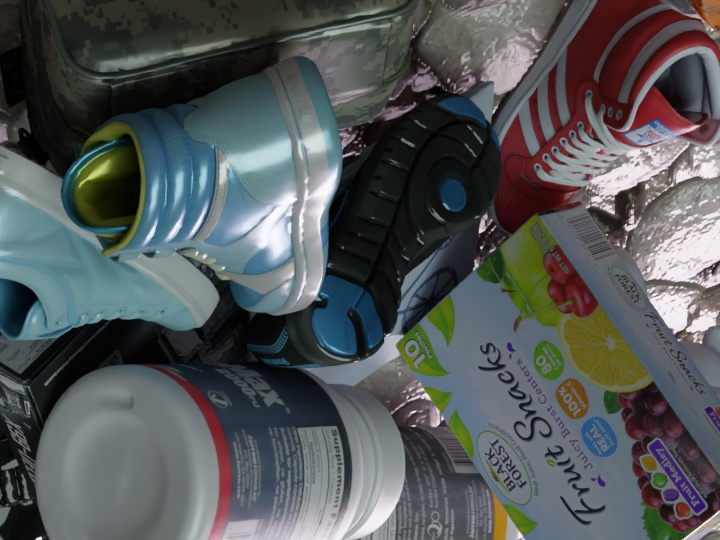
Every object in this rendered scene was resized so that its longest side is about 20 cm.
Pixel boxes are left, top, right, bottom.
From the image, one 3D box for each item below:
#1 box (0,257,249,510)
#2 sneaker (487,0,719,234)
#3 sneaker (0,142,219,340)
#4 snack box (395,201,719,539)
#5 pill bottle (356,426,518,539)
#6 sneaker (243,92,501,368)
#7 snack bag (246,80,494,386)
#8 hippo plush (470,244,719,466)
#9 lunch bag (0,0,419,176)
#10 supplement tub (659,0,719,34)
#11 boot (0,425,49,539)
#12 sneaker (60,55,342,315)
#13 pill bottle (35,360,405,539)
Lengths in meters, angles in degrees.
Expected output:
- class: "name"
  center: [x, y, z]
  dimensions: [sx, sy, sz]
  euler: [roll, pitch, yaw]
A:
- class: "box"
  center: [-0.116, 0.040, 1.534]
  dimensions: [0.200, 0.050, 0.158]
  euler: [-45, 143, -26]
- class: "sneaker"
  center: [0.140, -0.078, 1.579]
  dimensions: [0.071, 0.113, 0.200]
  euler: [4, 127, -31]
- class: "sneaker"
  center: [-0.152, 0.002, 1.384]
  dimensions: [0.200, 0.074, 0.082]
  euler: [34, 84, -49]
- class: "snack box"
  center: [0.128, 0.082, 1.600]
  dimensions: [0.053, 0.200, 0.142]
  euler: [-17, 158, -50]
- class: "pill bottle"
  center: [-0.010, 0.154, 1.707]
  dimensions: [0.199, 0.116, 0.117]
  euler: [3, 128, -33]
- class: "sneaker"
  center: [0.005, -0.024, 1.499]
  dimensions: [0.073, 0.082, 0.200]
  euler: [51, 53, -16]
- class: "snack bag"
  center: [0.000, 0.000, 1.593]
  dimensions: [0.200, 0.021, 0.189]
  euler: [-33, 145, -33]
- class: "hippo plush"
  center: [0.173, 0.059, 1.706]
  dimensions: [0.161, 0.200, 0.160]
  euler: [-6, 102, -53]
- class: "lunch bag"
  center: [-0.080, -0.121, 1.401]
  dimensions: [0.199, 0.140, 0.168]
  euler: [-14, 152, -13]
- class: "supplement tub"
  center: [0.172, -0.212, 1.408]
  dimensions: [0.122, 0.200, 0.123]
  euler: [-15, 136, -15]
- class: "boot"
  center: [-0.230, 0.121, 1.577]
  dimensions: [0.211, 0.079, 0.158]
  euler: [-40, 142, -13]
- class: "sneaker"
  center: [-0.083, -0.029, 1.343]
  dimensions: [0.130, 0.080, 0.200]
  euler: [-15, 153, -13]
- class: "pill bottle"
  center: [-0.069, 0.108, 1.487]
  dimensions: [0.200, 0.120, 0.120]
  euler: [1, 132, -54]
